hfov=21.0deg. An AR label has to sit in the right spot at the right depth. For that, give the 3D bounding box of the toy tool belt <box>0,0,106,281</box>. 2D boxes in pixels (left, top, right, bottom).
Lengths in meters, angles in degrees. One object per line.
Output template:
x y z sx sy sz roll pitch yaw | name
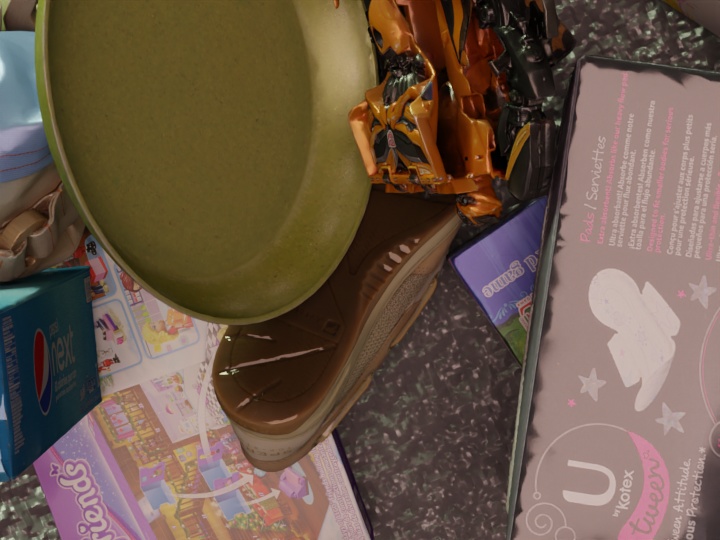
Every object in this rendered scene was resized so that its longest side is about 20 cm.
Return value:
-0.153 -0.063 0.796 0.199 0.125 0.123 -8 130 -16 | toy tool belt

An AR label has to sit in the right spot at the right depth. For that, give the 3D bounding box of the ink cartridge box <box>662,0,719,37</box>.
0.145 -0.157 0.828 0.200 0.116 0.068 35 86 14 | ink cartridge box

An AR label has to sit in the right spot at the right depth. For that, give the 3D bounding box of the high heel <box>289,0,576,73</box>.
0.037 -0.184 0.877 0.142 0.071 0.201 6 97 -5 | high heel

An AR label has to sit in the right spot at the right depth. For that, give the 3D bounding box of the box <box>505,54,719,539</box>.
0.127 0.018 0.811 0.114 0.132 0.201 9 94 4 | box

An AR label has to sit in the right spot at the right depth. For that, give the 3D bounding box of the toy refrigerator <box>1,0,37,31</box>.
-0.135 -0.164 0.877 0.200 0.070 0.076 -44 92 4 | toy refrigerator

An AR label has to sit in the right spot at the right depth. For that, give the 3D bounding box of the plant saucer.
-0.064 -0.078 0.792 0.031 0.200 0.201 -4 94 39 | plant saucer

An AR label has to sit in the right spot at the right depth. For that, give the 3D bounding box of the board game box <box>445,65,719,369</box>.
0.175 0.020 0.897 0.200 0.041 0.200 -35 92 3 | board game box

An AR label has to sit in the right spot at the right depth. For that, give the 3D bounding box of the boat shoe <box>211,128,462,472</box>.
0.000 0.000 0.873 0.072 0.065 0.200 23 63 17 | boat shoe

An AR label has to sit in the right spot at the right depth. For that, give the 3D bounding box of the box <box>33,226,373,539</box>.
-0.090 0.056 0.905 0.136 0.039 0.201 -19 93 2 | box

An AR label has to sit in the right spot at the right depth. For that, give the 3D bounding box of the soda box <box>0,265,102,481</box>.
-0.155 0.039 0.785 0.067 0.200 0.065 -5 94 2 | soda box

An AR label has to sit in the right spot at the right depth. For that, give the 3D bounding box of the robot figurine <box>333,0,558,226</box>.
0.025 -0.115 0.791 0.058 0.145 0.201 -12 96 -21 | robot figurine
